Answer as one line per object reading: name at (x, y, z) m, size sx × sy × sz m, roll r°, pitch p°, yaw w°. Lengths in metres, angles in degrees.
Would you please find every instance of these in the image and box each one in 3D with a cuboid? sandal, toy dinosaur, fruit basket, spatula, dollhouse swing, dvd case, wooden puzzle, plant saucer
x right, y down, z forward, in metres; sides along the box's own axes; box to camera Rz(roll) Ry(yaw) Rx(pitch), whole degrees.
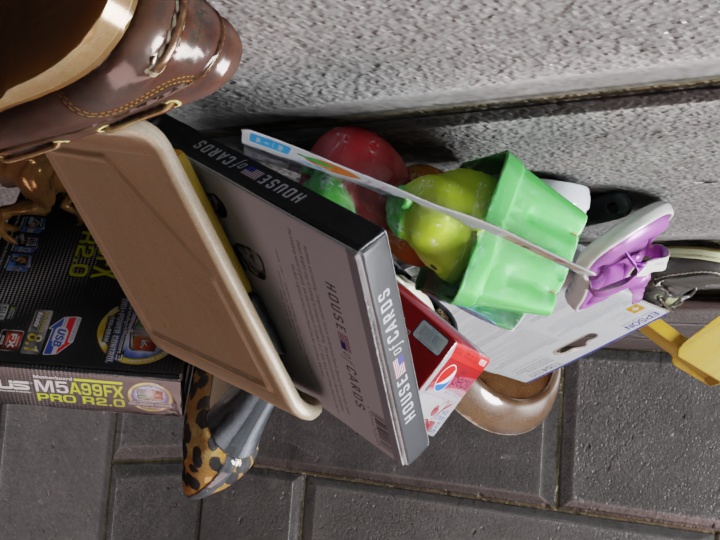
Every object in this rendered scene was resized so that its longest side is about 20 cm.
sandal at (0.205, -0.001, 0.770) m, size 0.082 × 0.050 × 0.203 m, roll -35°, pitch 166°, yaw -2°
toy dinosaur at (-0.237, -0.069, 0.706) m, size 0.105 × 0.061 × 0.199 m, roll -27°, pitch 165°, yaw 26°
fruit basket at (0.021, -0.033, 0.595) m, size 0.197 × 0.095 × 0.185 m, roll 15°, pitch -179°, yaw -8°
spatula at (0.132, -0.033, 0.778) m, size 0.020 × 0.057 × 0.199 m, roll -29°, pitch -173°, yaw -37°
dollhouse swing at (0.443, 0.049, 1.307) m, size 0.181 × 0.177 × 0.200 m, roll -39°, pitch 164°, yaw 8°
dvd case at (-0.047, 0.005, 0.556) m, size 0.025 × 0.152 × 0.199 m, roll -37°, pitch -135°, yaw -26°
wooden puzzle at (-0.111, -0.011, 0.583) m, size 0.184 × 0.037 × 0.201 m, roll 15°, pitch 140°, yaw 54°
plant saucer at (0.147, 0.074, 1.084) m, size 0.198 × 0.203 × 0.032 m, roll 8°, pitch 150°, yaw -32°

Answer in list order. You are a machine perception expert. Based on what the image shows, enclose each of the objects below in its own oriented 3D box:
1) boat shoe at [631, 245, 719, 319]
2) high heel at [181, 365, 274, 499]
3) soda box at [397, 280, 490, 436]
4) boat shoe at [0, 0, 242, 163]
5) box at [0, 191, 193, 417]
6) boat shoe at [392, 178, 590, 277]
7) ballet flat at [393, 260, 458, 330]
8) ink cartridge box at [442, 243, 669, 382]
boat shoe at (0.280, 0.015, 0.962) m, size 0.071 × 0.067 × 0.200 m, roll 10°, pitch 172°, yaw -31°
high heel at (-0.105, 0.064, 0.738) m, size 0.071 × 0.144 × 0.200 m, roll 25°, pitch -165°, yaw -26°
soda box at (-0.015, 0.016, 0.645) m, size 0.200 × 0.064 × 0.070 m, roll 41°, pitch -174°, yaw 28°
boat shoe at (-0.134, -0.077, 0.409) m, size 0.198 × 0.072 × 0.070 m, roll -1°, pitch 168°, yaw 39°
box at (-0.197, 0.012, 0.760) m, size 0.157 × 0.202 × 0.045 m, roll 5°, pitch 135°, yaw -2°
boat shoe at (0.092, -0.023, 0.748) m, size 0.073 × 0.068 × 0.199 m, roll 8°, pitch 173°, yaw -30°
ballet flat at (0.000, 0.000, 0.755) m, size 0.200 × 0.073 × 0.073 m, roll 43°, pitch 161°, yaw -15°
ink cartridge box at (0.150, 0.035, 0.950) m, size 0.198 × 0.044 × 0.196 m, roll 18°, pitch 145°, yaw -32°
